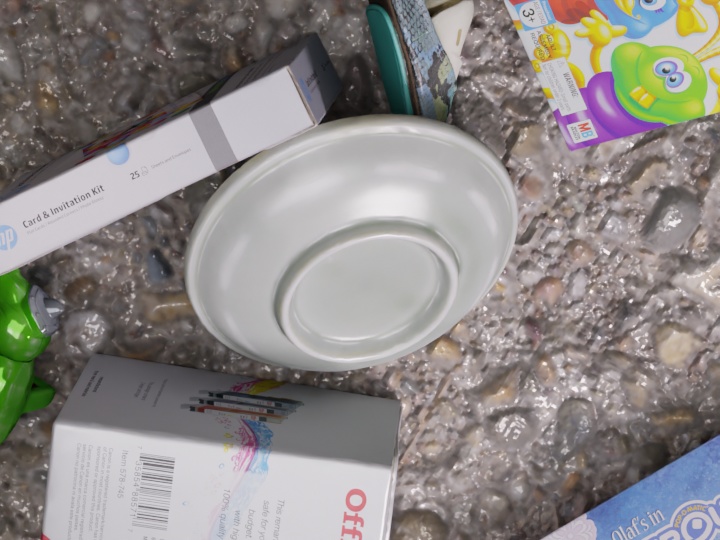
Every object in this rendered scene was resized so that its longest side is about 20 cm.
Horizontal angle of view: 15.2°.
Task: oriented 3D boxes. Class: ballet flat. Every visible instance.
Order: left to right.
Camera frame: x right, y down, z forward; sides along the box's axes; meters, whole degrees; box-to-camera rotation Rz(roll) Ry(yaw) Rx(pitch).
[{"bbox_3d":[0.029,-0.165,1.549,0.074,0.074,0.201,-16,106,7],"label":"ballet flat"}]

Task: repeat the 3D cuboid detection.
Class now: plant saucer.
[{"bbox_3d":[0.000,0.000,1.546,0.198,0.050,0.201,-10,138,-9],"label":"plant saucer"}]

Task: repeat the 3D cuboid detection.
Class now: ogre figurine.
[{"bbox_3d":[-0.248,0.052,1.609,0.119,0.098,0.201,28,90,14],"label":"ogre figurine"}]

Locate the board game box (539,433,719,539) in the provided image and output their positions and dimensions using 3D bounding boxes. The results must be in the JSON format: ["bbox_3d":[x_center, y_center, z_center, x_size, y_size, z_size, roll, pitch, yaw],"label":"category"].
[{"bbox_3d":[0.204,0.218,1.592,0.199,0.043,0.200,-31,70,5],"label":"board game box"}]

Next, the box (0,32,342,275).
[{"bbox_3d":[-0.112,-0.068,1.534,0.199,0.156,0.041,-26,98,10],"label":"box"}]

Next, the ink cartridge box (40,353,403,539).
[{"bbox_3d":[-0.080,0.148,1.593,0.198,0.145,0.147,9,104,2],"label":"ink cartridge box"}]

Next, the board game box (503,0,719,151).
[{"bbox_3d":[0.195,-0.156,1.482,0.199,0.103,0.105,-15,118,25],"label":"board game box"}]
